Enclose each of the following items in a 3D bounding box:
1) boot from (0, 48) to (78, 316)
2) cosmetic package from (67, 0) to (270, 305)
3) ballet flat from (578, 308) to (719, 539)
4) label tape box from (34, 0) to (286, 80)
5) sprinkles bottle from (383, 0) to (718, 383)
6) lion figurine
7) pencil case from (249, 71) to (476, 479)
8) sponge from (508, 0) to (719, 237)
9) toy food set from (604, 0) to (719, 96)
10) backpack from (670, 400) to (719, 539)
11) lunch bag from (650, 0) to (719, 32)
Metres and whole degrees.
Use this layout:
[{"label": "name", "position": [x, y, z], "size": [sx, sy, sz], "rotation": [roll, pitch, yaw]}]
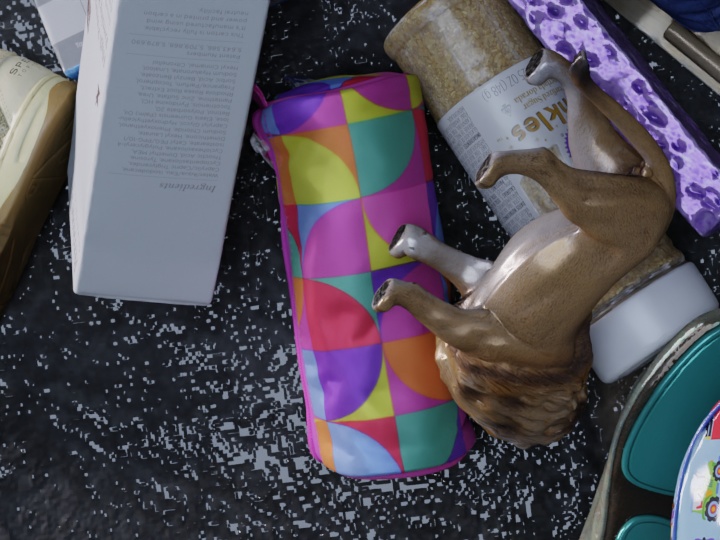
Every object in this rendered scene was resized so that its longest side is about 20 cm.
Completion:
[{"label": "boot", "position": [-0.244, -0.039, 1.253], "size": [0.155, 0.073, 0.201], "rotation": [30, 100, 13]}, {"label": "cosmetic package", "position": [-0.092, -0.091, 1.152], "size": [0.073, 0.102, 0.201], "rotation": [4, 128, -13]}, {"label": "ballet flat", "position": [0.134, 0.099, 1.166], "size": [0.067, 0.062, 0.201], "rotation": [17, 104, -20]}, {"label": "label tape box", "position": [-0.114, -0.213, 1.230], "size": [0.143, 0.066, 0.201], "rotation": [-23, 87, 11]}, {"label": "sprinkles bottle", "position": [0.090, -0.046, 1.184], "size": [0.068, 0.068, 0.201], "rotation": [-35, 83, 10]}, {"label": "lion figurine", "position": [0.087, -0.003, 1.102], "size": [0.122, 0.073, 0.200], "rotation": [30, 130, -13]}, {"label": "pencil case", "position": [0.000, 0.000, 1.181], "size": [0.088, 0.088, 0.201], "rotation": [-10, 97, 12]}, {"label": "sponge", "position": [0.111, -0.102, 1.157], "size": [0.030, 0.112, 0.200], "rotation": [-39, 82, 11]}, {"label": "toy food set", "position": [0.229, -0.126, 1.158], "size": [0.200, 0.060, 0.144], "rotation": [41, 97, 10]}, {"label": "backpack", "position": [0.214, 0.109, 1.037], "size": [0.199, 0.134, 0.184], "rotation": [-2, 84, 37]}, {"label": "lunch bag", "position": [0.119, -0.218, 1.113], "size": [0.136, 0.132, 0.200], "rotation": [-51, 43, 7]}]
